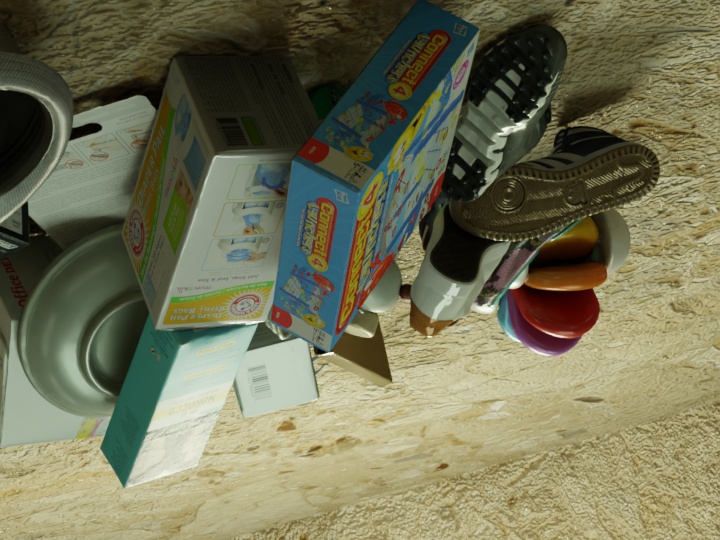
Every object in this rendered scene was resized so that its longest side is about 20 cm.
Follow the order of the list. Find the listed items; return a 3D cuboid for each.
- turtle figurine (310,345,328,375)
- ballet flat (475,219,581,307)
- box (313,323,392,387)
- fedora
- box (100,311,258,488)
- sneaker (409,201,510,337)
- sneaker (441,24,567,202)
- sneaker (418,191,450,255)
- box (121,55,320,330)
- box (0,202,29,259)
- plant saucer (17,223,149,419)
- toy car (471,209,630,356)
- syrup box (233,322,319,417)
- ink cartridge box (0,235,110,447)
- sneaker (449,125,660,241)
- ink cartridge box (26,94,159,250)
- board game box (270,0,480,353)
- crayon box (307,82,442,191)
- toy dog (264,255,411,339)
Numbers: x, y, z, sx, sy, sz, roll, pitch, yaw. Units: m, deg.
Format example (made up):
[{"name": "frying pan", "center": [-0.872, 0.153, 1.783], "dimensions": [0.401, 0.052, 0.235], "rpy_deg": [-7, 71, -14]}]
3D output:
[{"name": "turtle figurine", "center": [-0.096, 0.044, 1.774], "dimensions": [0.198, 0.101, 0.150], "rpy_deg": [-12, -150, 26]}, {"name": "ballet flat", "center": [0.175, -0.049, 1.721], "dimensions": [0.200, 0.071, 0.069], "rpy_deg": [-44, -166, 10]}, {"name": "box", "center": [-0.022, 0.025, 1.671], "dimensions": [0.021, 0.165, 0.200], "rpy_deg": [-17, 163, 13]}, {"name": "fedora", "center": [-0.294, -0.109, 1.147], "dimensions": [0.175, 0.091, 0.200], "rpy_deg": [-5, 149, -34]}, {"name": "box", "center": [-0.159, 0.102, 1.427], "dimensions": [0.082, 0.049, 0.201], "rpy_deg": [-15, 145, -36]}, {"name": "sneaker", "center": [0.084, -0.002, 1.528], "dimensions": [0.085, 0.072, 0.200], "rpy_deg": [-65, 171, 28]}, {"name": "sneaker", "center": [0.133, -0.146, 1.414], "dimensions": [0.090, 0.066, 0.201], "rpy_deg": [-35, 163, -39]}, {"name": "sneaker", "center": [0.104, -0.058, 1.649], "dimensions": [0.078, 0.080, 0.200], "rpy_deg": [-9, 162, -9]}, {"name": "box", "center": [-0.111, -0.060, 1.311], "dimensions": [0.100, 0.113, 0.201], "rpy_deg": [-4, 138, -27]}, {"name": "box", "center": [-0.393, -0.040, 1.329], "dimensions": [0.159, 0.044, 0.199], "rpy_deg": [-23, 150, 31]}, {"name": "plant saucer", "center": [-0.201, 0.056, 1.454], "dimensions": [0.198, 0.050, 0.202], "rpy_deg": [-15, 126, -21]}, {"name": "toy car", "center": [0.210, 0.018, 1.849], "dimensions": [0.173, 0.152, 0.200], "rpy_deg": [-8, 163, -18]}, {"name": "syrup box", "center": [-0.098, 0.045, 1.608], "dimensions": [0.081, 0.201, 0.079], "rpy_deg": [-13, 126, -5]}, {"name": "ink cartridge box", "center": [-0.260, 0.060, 1.552], "dimensions": [0.198, 0.145, 0.146], "rpy_deg": [-3, 122, -27]}, {"name": "sneaker", "center": [0.171, -0.084, 1.547], "dimensions": [0.198, 0.071, 0.109], "rpy_deg": [-13, -161, -7]}, {"name": "ink cartridge box", "center": [-0.215, -0.091, 1.382], "dimensions": [0.159, 0.051, 0.200], "rpy_deg": [-16, 149, 11]}, {"name": "board game box", "center": [0.010, -0.071, 1.266], "dimensions": [0.055, 0.196, 0.201], "rpy_deg": [27, 144, 12]}, {"name": "crayon box", "center": [-0.012, -0.098, 1.459], "dimensions": [0.118, 0.059, 0.199], "rpy_deg": [-22, 161, 29]}, {"name": "toy dog", "center": [0.000, 0.000, 1.502], "dimensions": [0.095, 0.134, 0.200], "rpy_deg": [8, -176, 25]}]
